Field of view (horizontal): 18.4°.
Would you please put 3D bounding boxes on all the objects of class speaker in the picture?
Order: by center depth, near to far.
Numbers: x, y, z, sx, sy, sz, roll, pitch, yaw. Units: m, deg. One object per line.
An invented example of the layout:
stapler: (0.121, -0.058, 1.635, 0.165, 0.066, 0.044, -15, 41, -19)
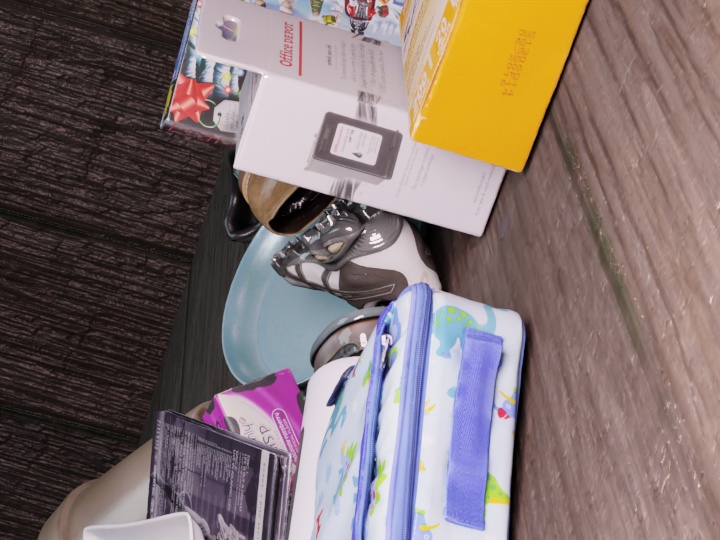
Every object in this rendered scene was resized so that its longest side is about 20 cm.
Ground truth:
speaker: (-0.003, 0.149, 1.297, 0.081, 0.081, 0.201, 115, 167, -48)

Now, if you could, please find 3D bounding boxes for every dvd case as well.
dvd case: (-0.097, 0.177, 1.446, 0.200, 0.016, 0.150, 10, 95, 63)

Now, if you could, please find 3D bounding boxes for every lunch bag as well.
lunch bag: (0.027, 0.117, 1.158, 0.161, 0.082, 0.201, 120, 162, -51)

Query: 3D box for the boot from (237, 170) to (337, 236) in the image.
boot: (0.002, -0.100, 1.555, 0.200, 0.074, 0.076, -44, 29, 9)

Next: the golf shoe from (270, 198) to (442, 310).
golf shoe: (0.000, 0.000, 1.469, 0.078, 0.095, 0.200, -43, 5, -8)

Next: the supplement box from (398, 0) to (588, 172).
supplement box: (0.076, -0.160, 1.330, 0.200, 0.073, 0.127, -92, 20, -64)

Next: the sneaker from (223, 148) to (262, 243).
sneaker: (-0.050, -0.098, 1.660, 0.075, 0.079, 0.201, 43, 134, 35)

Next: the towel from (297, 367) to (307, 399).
towel: (-0.042, 0.092, 1.670, 0.200, 0.023, 0.153, -101, 10, -56)

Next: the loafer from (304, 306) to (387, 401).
loafer: (0.002, 0.088, 1.463, 0.200, 0.071, 0.063, 108, 153, -63)

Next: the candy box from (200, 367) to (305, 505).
candy box: (-0.068, 0.168, 1.534, 0.137, 0.061, 0.200, 65, 158, 16)

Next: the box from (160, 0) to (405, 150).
box: (-0.022, -0.136, 1.497, 0.040, 0.199, 0.138, 160, 124, -77)

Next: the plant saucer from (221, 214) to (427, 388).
plant saucer: (-0.021, 0.002, 1.583, 0.200, 0.027, 0.201, -34, 38, 31)

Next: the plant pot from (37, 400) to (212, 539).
plant pot: (-0.126, 0.200, 1.733, 0.174, 0.199, 0.200, -52, 18, 25)

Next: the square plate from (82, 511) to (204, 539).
square plate: (-0.135, 0.263, 1.466, 0.200, 0.028, 0.199, -19, 73, 62)

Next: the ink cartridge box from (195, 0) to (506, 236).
ink cartridge box: (-0.012, -0.098, 1.369, 0.116, 0.199, 0.067, -91, 19, -64)
